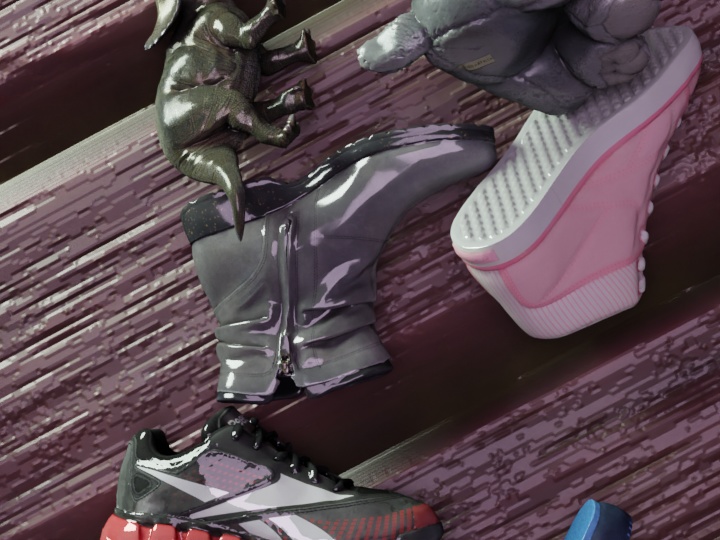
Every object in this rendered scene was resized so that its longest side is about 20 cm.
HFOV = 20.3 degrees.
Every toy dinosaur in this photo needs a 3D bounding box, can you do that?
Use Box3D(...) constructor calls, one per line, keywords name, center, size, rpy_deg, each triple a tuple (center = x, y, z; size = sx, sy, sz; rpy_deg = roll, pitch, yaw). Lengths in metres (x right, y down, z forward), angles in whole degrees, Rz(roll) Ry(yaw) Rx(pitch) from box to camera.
Box3D(name="toy dinosaur", center=(-0.082, -0.103, 1.170), size=(0.102, 0.077, 0.201), rpy_deg=(-12, 74, 19))

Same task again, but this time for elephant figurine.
Box3D(name="elephant figurine", center=(0.099, -0.197, 1.143), size=(0.154, 0.141, 0.201), rpy_deg=(23, 49, -29))

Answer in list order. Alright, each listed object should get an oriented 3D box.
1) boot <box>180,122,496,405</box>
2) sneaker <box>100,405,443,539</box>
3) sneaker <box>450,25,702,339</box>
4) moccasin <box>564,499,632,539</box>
Box3D(name="boot", center=(0.000, 0.000, 1.160), size=(0.199, 0.070, 0.133), rpy_deg=(-20, 78, 16))
Box3D(name="sneaker", center=(-0.050, 0.128, 1.154), size=(0.199, 0.071, 0.099), rpy_deg=(2, 88, 7))
Box3D(name="sneaker", center=(0.139, -0.045, 1.156), size=(0.200, 0.075, 0.105), rpy_deg=(-48, 123, -22))
Box3D(name="moccasin", center=(0.125, 0.229, 1.135), size=(0.068, 0.080, 0.201), rpy_deg=(16, 101, 3))
